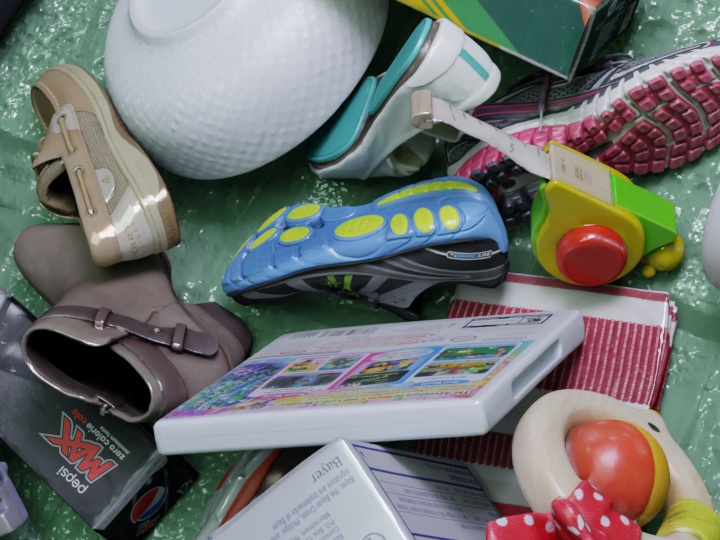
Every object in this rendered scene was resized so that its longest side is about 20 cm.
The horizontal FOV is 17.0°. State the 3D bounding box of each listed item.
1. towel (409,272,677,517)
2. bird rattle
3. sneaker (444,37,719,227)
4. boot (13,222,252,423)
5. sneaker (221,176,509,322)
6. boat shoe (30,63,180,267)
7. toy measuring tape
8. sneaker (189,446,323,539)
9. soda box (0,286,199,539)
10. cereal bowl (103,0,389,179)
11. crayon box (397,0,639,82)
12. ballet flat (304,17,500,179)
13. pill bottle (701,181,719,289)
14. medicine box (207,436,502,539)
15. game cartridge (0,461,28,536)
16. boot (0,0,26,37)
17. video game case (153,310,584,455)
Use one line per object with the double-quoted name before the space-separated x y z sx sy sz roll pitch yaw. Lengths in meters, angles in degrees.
"towel" 0.101 0.100 1.425 0.143 0.023 0.201 8 71 23
"bird rattle" 0.138 0.136 1.309 0.113 0.199 0.164 -62 41 36
"sneaker" 0.143 -0.100 1.456 0.199 0.081 0.075 -19 49 8
"boot" -0.161 0.031 1.466 0.199 0.146 0.071 21 110 20
"sneaker" 0.000 0.000 1.465 0.198 0.083 0.071 -10 35 29
"boat shoe" -0.178 -0.069 1.522 0.064 0.072 0.200 -24 36 -14
"toy measuring tape" 0.102 -0.040 1.411 0.199 0.073 0.074 24 74 -20
"sneaker" -0.054 0.161 1.439 0.082 0.077 0.201 36 75 -5
"soda box" -0.196 0.084 1.506 0.200 0.063 0.071 40 86 26
"cereal bowl" -0.085 -0.161 1.517 0.199 0.083 0.201 -22 47 26
"crayon box" 0.063 -0.190 1.445 0.199 0.127 0.051 25 117 12
"ballet flat" 0.026 -0.090 1.458 0.069 0.200 0.070 7 71 -21
"pill bottle" 0.299 -0.005 1.348 0.199 0.111 0.111 26 80 26
"medicine box" 0.038 0.203 1.298 0.103 0.182 0.201 -38 69 14
"game cartridge" -0.301 0.087 1.485 0.129 0.038 0.201 -20 102 30
"boot" -0.325 -0.184 1.643 0.199 0.076 0.169 23 82 18
"video game case" 0.008 0.063 1.376 0.199 0.182 0.024 -5 103 24
